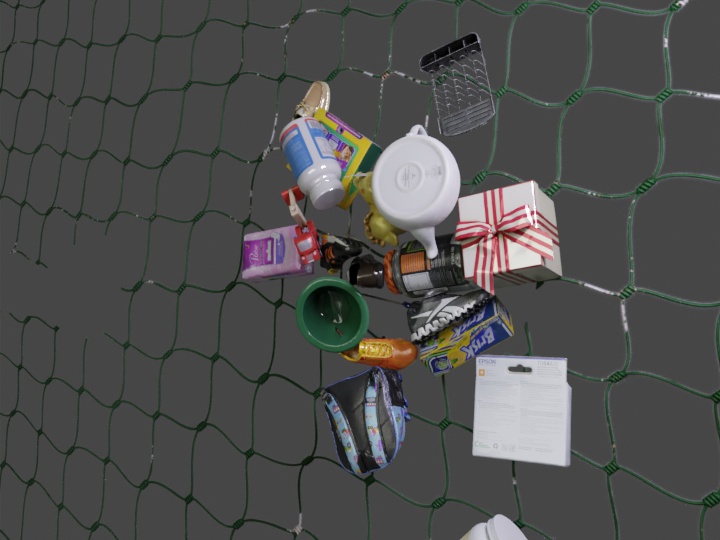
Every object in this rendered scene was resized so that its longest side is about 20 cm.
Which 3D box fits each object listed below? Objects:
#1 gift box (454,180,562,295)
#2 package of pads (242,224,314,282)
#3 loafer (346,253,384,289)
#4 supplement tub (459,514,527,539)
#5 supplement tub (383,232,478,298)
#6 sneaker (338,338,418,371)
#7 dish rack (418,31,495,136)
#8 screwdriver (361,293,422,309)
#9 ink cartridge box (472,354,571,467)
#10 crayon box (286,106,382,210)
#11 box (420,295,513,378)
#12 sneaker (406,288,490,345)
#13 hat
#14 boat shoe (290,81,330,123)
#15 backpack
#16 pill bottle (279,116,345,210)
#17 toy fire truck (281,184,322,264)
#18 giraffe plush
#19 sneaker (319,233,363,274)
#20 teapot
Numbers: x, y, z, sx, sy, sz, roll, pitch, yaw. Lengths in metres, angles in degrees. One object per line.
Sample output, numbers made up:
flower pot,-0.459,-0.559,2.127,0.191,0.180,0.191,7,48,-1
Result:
gift box,0.302,-0.053,1.378,0.180,0.185,0.207,-16,72,28
package of pads,-0.206,-0.043,1.763,0.195,0.075,0.125,-8,74,31
loafer,0.000,0.000,1.571,0.200,0.069,0.076,-171,83,-76
supplement tub,0.228,0.582,1.335,0.200,0.144,0.146,-47,61,17
supplement tub,0.154,-0.009,1.501,0.195,0.121,0.127,-9,77,31
sneaker,0.037,0.187,1.568,0.195,0.077,0.076,-5,77,30
dish rack,0.221,-0.411,1.572,0.150,0.054,0.206,-18,73,29
screwdriver,0.085,0.070,1.588,0.196,0.028,0.029,17,60,34
ink cartridge box,0.321,0.275,1.393,0.195,0.040,0.207,-1,80,32
crayon box,-0.068,-0.278,1.728,0.199,0.058,0.175,38,103,30
box,0.219,0.139,1.454,0.198,0.064,0.071,-34,24,23
sneaker,0.171,0.072,1.434,0.198,0.066,0.093,-32,71,27
hat,-0.059,0.083,1.630,0.195,0.176,0.170,20,102,8
boat shoe,-0.138,-0.392,1.787,0.073,0.066,0.206,21,93,32
backpack,0.023,0.330,1.516,0.179,0.133,0.206,-25,68,25
pill bottle,-0.110,-0.249,1.649,0.111,0.111,0.204,-33,66,22
toy fire truck,-0.137,-0.111,1.626,0.048,0.201,0.144,-21,111,4
giraffe plush,0.064,-0.141,1.573,0.193,0.173,0.168,-7,102,0
sneaker,-0.048,-0.032,1.630,0.199,0.068,0.093,-159,81,-68
teapot,0.122,-0.169,1.418,0.197,0.145,0.202,41,97,27
